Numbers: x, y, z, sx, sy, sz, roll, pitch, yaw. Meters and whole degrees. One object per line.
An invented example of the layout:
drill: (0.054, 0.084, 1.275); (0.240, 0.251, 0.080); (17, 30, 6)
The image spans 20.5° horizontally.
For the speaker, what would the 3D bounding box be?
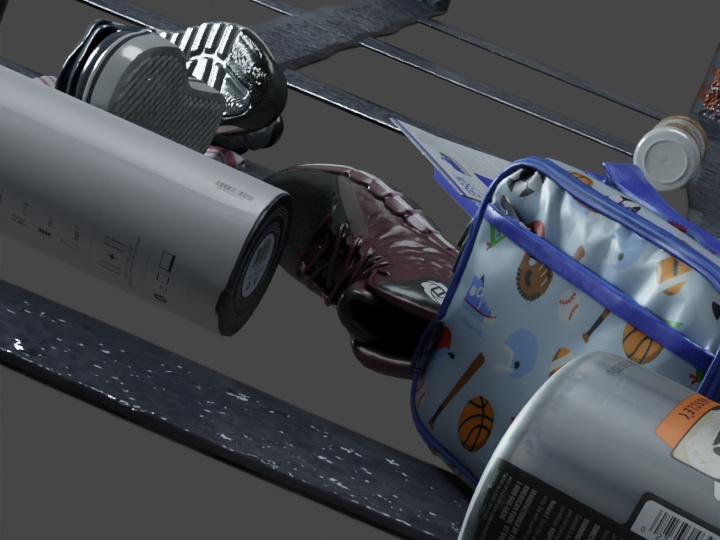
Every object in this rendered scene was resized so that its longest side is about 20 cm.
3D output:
speaker: (-0.139, -0.042, 1.004); (0.199, 0.082, 0.081); (24, 13, 12)

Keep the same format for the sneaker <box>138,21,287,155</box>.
sneaker: (-0.082, -0.117, 1.359); (0.115, 0.075, 0.200); (28, -5, -37)

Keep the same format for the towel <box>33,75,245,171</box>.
towel: (-0.163, -0.087, 1.261); (0.146, 0.030, 0.200); (25, 13, 9)

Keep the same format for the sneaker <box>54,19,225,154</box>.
sneaker: (-0.139, -0.101, 1.123); (0.079, 0.079, 0.200); (30, -1, 9)

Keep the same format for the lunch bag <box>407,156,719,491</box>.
lunch bag: (0.105, 0.038, 0.892); (0.075, 0.161, 0.200); (12, 17, -36)

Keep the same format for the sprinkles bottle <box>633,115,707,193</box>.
sprinkles bottle: (0.334, -0.126, 2.131); (0.068, 0.068, 0.200); (23, 13, 8)

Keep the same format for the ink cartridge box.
ink cartridge box: (0.129, -0.044, 1.529); (0.199, 0.047, 0.198); (15, 16, -20)

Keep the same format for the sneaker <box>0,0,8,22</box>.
sneaker: (-0.317, -0.259, 1.540); (0.199, 0.105, 0.060); (27, 14, 21)

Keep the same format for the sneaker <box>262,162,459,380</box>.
sneaker: (0.000, 0.000, 1.076); (0.200, 0.076, 0.115); (29, 18, 26)

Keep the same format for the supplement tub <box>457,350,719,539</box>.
supplement tub: (0.140, 0.121, 0.695); (0.199, 0.123, 0.122); (27, 14, 21)
